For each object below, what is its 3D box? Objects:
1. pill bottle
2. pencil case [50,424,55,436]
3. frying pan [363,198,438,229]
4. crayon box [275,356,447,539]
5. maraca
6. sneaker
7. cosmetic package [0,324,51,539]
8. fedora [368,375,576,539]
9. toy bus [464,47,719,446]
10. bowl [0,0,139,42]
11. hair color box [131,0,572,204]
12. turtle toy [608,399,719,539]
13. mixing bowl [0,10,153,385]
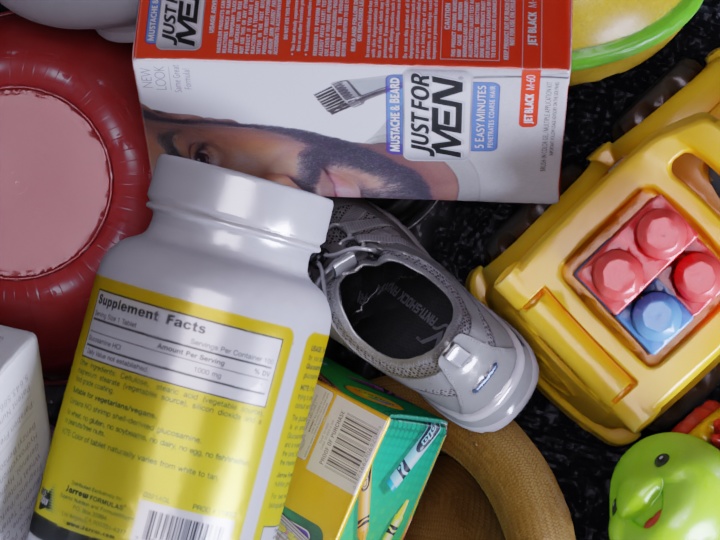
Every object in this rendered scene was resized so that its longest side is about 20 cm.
[{"bbox_3d":[-0.078,0.053,1.121,0.112,0.112,0.200,15,89,2],"label":"pill bottle"},{"bbox_3d":[-0.205,0.091,1.240,0.200,0.087,0.088,31,89,3],"label":"pencil case"},{"bbox_3d":[-0.033,-0.093,1.266,0.190,0.031,0.115,43,89,9],"label":"frying pan"},{"bbox_3d":[-0.052,0.140,1.192,0.119,0.058,0.200,27,97,34],"label":"crayon box"},{"bbox_3d":[0.078,-0.151,1.228,0.200,0.107,0.137,0,48,14],"label":"maraca"},{"bbox_3d":[0.000,0.000,1.181,0.200,0.082,0.075,30,83,33],"label":"sneaker"},{"bbox_3d":[-0.247,0.134,1.126,0.165,0.165,0.200,12,129,20],"label":"cosmetic package"},{"bbox_3d":[0.040,0.152,1.216,0.200,0.082,0.201,-6,79,33],"label":"fedora"},{"bbox_3d":[0.158,-0.018,1.181,0.200,0.192,0.136,-44,87,-2],"label":"toy bus"},{"bbox_3d":[-0.108,-0.177,1.211,0.201,0.201,0.090,-25,120,0],"label":"bowl"},{"bbox_3d":[-0.002,-0.088,1.146,0.199,0.111,0.064,2,58,4],"label":"hair color box"},{"bbox_3d":[0.185,0.114,1.182,0.101,0.200,0.146,48,113,14],"label":"turtle toy"},{"bbox_3d":[-0.166,-0.042,1.230,0.200,0.108,0.201,0,88,0],"label":"mixing bowl"}]
